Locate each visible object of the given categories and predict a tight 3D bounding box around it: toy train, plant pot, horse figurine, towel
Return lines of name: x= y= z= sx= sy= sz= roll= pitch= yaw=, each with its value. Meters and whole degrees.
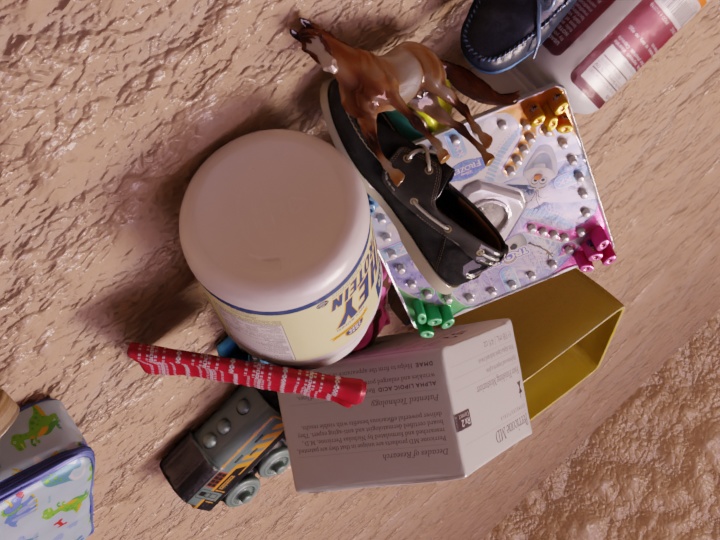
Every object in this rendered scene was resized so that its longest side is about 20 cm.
toy train: x=-0.124 y=0.182 z=1.448 sx=0.200 sy=0.085 sz=0.114 roll=-44 pitch=150 yaw=10
plant pot: x=0.170 y=0.071 z=1.596 sx=0.199 sy=0.177 sz=0.200 roll=-34 pitch=159 yaw=-15
horse figurine: x=0.039 y=-0.132 z=1.009 sx=0.199 sy=0.133 sz=0.050 roll=-18 pitch=156 yaw=-51
towel: x=-0.096 y=0.090 z=1.141 sx=0.145 sy=0.198 sz=0.023 roll=128 pitch=-29 yaw=-81

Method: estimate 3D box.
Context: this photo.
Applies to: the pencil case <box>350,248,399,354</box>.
pencil case: x=0.000 y=0.000 z=1.277 sx=0.093 sy=0.091 sz=0.200 roll=3 pitch=149 yaw=-10

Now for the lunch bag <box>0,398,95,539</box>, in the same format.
lunch bag: x=-0.314 y=0.210 z=1.164 sx=0.160 sy=0.083 sz=0.200 roll=-25 pitch=154 yaw=-29

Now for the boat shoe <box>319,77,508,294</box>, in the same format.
boat shoe: x=0.042 y=-0.077 z=1.054 sx=0.067 sy=0.200 sz=0.072 roll=-27 pitch=-163 yaw=33

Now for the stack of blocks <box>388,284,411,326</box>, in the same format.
stack of blocks: x=0.097 y=-0.040 z=1.403 sx=0.115 sy=0.059 sz=0.200 roll=-28 pitch=156 yaw=-31

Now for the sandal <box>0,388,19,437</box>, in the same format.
sandal: x=-0.358 y=0.155 z=1.012 sx=0.212 sy=0.070 sz=0.077 roll=-49 pitch=-157 yaw=-25

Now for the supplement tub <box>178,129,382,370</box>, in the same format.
supplement tub: x=-0.057 y=-0.008 z=1.069 sx=0.145 sy=0.145 sz=0.200 roll=-37 pitch=160 yaw=-9

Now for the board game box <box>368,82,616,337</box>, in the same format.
board game box: x=0.110 y=-0.044 z=1.163 sx=0.199 sy=0.026 sz=0.201 roll=-22 pitch=130 yaw=5

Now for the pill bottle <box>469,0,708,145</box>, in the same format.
pill bottle: x=0.195 y=-0.208 z=1.148 sx=0.200 sy=0.114 sz=0.114 roll=-44 pitch=160 yaw=11

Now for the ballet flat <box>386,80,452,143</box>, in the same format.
ballet flat: x=0.060 y=-0.112 z=1.193 sx=0.067 sy=0.067 sz=0.200 roll=-56 pitch=163 yaw=-20

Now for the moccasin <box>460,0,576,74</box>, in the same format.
moccasin: x=0.147 y=-0.246 z=1.052 sx=0.200 sy=0.080 sz=0.068 roll=-53 pitch=174 yaw=-3

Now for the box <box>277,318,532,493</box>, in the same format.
box: x=0.048 y=0.139 z=1.392 sx=0.199 sy=0.132 sz=0.199 roll=-10 pitch=-178 yaw=27

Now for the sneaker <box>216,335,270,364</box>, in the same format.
sneaker: x=-0.067 y=0.061 z=1.241 sx=0.081 sy=0.074 sz=0.200 roll=-16 pitch=171 yaw=-30
